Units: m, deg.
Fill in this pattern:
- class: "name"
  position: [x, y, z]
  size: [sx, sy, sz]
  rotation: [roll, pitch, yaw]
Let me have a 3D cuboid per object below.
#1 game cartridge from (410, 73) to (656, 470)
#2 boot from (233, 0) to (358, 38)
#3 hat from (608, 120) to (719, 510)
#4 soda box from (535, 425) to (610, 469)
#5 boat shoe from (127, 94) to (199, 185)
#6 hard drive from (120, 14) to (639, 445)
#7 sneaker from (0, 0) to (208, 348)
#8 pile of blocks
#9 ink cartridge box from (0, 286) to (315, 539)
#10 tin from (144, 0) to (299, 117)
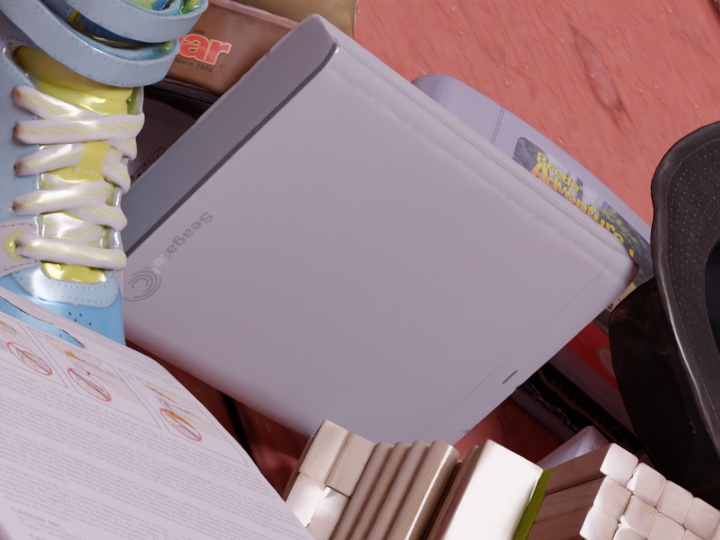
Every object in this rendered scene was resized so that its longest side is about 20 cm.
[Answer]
- class: "game cartridge"
  position: [0.085, 0.005, 1.196]
  size: [0.200, 0.041, 0.133]
  rotation: [39, 33, -16]
- class: "boot"
  position: [-0.080, -0.139, 1.082]
  size: [0.199, 0.066, 0.175]
  rotation: [26, 19, -30]
- class: "hat"
  position: [0.154, 0.041, 1.104]
  size: [0.200, 0.081, 0.202]
  rotation: [23, 58, -42]
- class: "soda box"
  position: [0.063, 0.146, 1.022]
  size: [0.068, 0.064, 0.200]
  rotation: [45, 35, -7]
- class: "boat shoe"
  position: [-0.048, -0.008, 1.042]
  size: [0.199, 0.071, 0.070]
  rotation: [18, 62, -41]
- class: "hard drive"
  position: [0.000, 0.000, 0.986]
  size: [0.200, 0.132, 0.026]
  rotation: [32, 20, -47]
- class: "sneaker"
  position: [-0.094, -0.042, 0.871]
  size: [0.079, 0.130, 0.201]
  rotation: [9, 54, -44]
- class: "pile of blocks"
  position: [0.042, 0.103, 0.958]
  size: [0.082, 0.199, 0.062]
  rotation: [43, 63, -35]
- class: "ink cartridge box"
  position: [-0.081, 0.064, 0.737]
  size: [0.162, 0.050, 0.200]
  rotation: [29, 9, -41]
- class: "tin"
  position: [-0.053, -0.075, 1.019]
  size: [0.111, 0.042, 0.200]
  rotation: [12, -2, 6]
